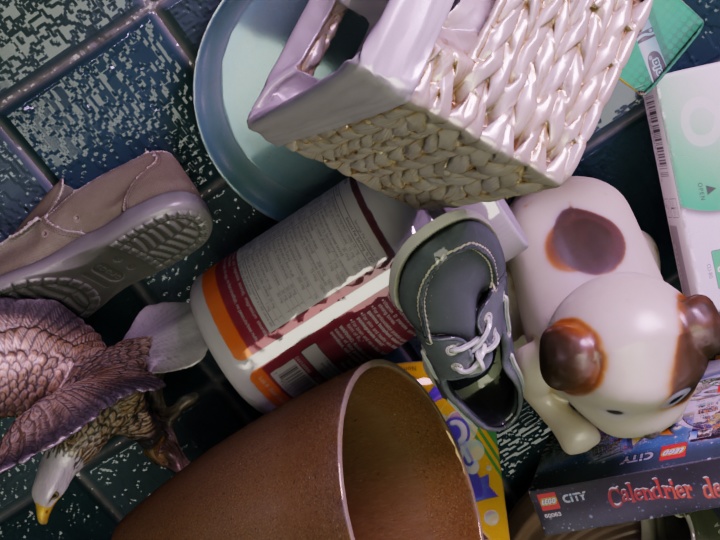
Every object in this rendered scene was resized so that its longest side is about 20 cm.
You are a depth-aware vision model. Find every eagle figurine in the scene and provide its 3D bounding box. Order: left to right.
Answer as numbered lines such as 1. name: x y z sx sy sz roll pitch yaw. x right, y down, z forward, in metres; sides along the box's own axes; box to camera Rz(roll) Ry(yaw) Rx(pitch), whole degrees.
1. eagle figurine: -0.188 0.084 0.834 0.151 0.151 0.200 -22 153 27

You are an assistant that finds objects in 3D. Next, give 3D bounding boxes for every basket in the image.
1. basket: 0.043 -0.113 0.709 0.123 0.200 0.136 30 79 -16

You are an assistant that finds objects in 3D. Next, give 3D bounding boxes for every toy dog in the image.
1. toy dog: 0.162 0.026 0.873 0.139 0.200 0.195 -3 116 -7

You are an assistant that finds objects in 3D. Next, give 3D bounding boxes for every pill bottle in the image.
1. pill bottle: 0.000 0.000 0.861 0.200 0.110 0.110 -32 115 9

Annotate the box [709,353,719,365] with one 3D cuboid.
1. box: 0.306 0.045 0.989 0.136 0.040 0.201 0 115 -7

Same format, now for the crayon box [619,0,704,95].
1. crayon box: 0.100 -0.198 0.805 0.200 0.119 0.058 34 107 -20

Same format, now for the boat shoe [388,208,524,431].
1. boat shoe: 0.067 0.035 0.796 0.073 0.062 0.200 -30 150 -8

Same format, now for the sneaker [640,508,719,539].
1. sneaker: 0.239 0.161 0.931 0.090 0.067 0.201 30 68 -14

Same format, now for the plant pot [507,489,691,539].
1. plant pot: 0.209 0.232 1.015 0.200 0.093 0.201 -3 128 -3

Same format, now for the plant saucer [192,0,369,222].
1. plant saucer: -0.009 -0.120 0.878 0.199 0.027 0.201 -3 115 -7

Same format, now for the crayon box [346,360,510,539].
1. crayon box: 0.036 0.166 0.939 0.125 0.052 0.201 -4 76 -8

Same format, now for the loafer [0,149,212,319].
1. loafer: -0.187 -0.017 0.888 0.199 0.070 0.075 -23 147 15

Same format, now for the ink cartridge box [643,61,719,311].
1. ink cartridge box: 0.301 -0.069 0.901 0.199 0.050 0.162 -12 92 1

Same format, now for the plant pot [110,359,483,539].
1. plant pot: -0.049 0.172 0.834 0.199 0.187 0.187 -20 118 24

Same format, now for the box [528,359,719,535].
1. box: 0.224 0.112 0.919 0.199 0.137 0.038 -15 109 25
